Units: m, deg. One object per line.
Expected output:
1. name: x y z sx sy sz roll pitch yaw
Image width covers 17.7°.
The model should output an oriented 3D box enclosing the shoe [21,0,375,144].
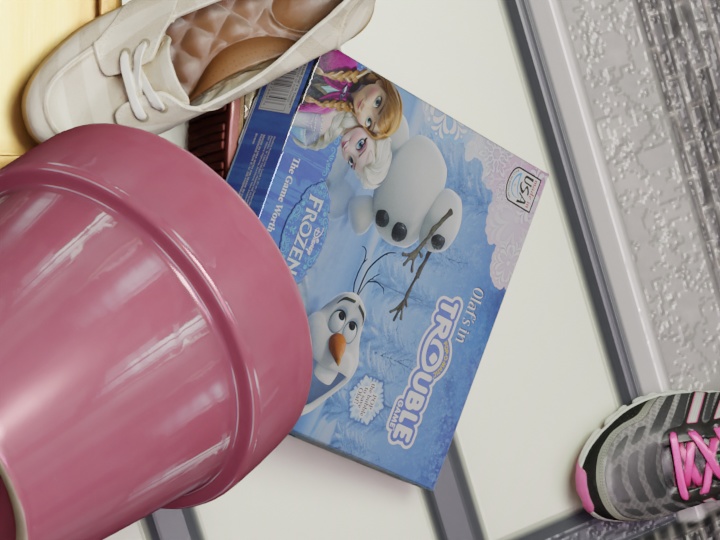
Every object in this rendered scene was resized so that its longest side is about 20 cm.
1. shoe: -0.082 -0.118 1.193 0.199 0.053 0.070 -25 94 -9

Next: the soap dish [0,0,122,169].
1. soap dish: -0.198 -0.132 1.229 0.157 0.081 0.201 1 90 -22

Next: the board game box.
1. board game box: 0.000 0.000 1.297 0.199 0.043 0.201 26 81 -43

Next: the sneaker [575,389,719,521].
1. sneaker: 0.228 0.107 1.401 0.199 0.087 0.074 -12 96 -21

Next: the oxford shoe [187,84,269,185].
1. oxford shoe: -0.051 -0.107 1.295 0.074 0.070 0.201 5 90 -25

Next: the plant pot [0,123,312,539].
1. plant pot: -0.151 0.054 1.124 0.179 0.199 0.201 -41 107 -43
